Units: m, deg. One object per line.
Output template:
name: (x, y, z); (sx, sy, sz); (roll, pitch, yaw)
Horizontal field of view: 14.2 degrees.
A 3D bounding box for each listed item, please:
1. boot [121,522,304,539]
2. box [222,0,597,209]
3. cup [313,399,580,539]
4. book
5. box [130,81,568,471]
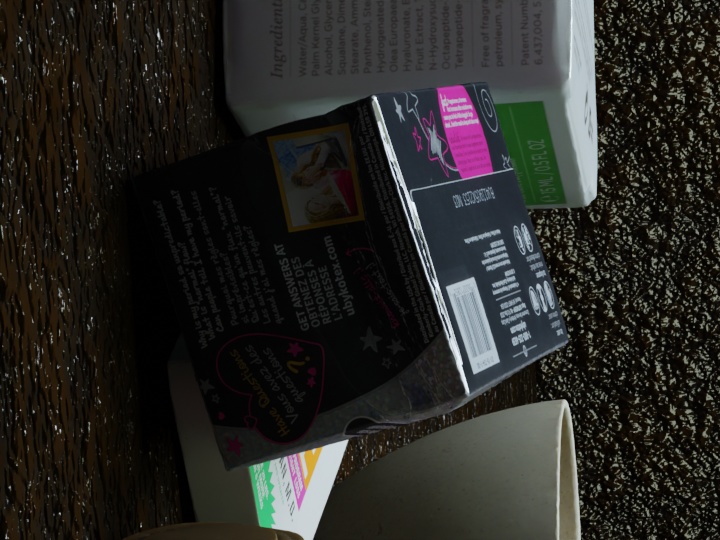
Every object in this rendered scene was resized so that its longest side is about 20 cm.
boot: (-0.059, 0.187, 1.055); (0.200, 0.076, 0.156); (-76, 164, -71)
box: (0.029, -0.148, 1.459); (0.199, 0.171, 0.201); (62, 27, -73)
cup: (0.050, 0.176, 1.630); (0.200, 0.143, 0.201); (-3, 90, -83)
book: (-0.048, 0.055, 1.325); (0.200, 0.048, 0.134); (-72, 155, -64)
box: (0.000, 0.000, 1.232); (0.200, 0.114, 0.133); (-18, 90, -73)
